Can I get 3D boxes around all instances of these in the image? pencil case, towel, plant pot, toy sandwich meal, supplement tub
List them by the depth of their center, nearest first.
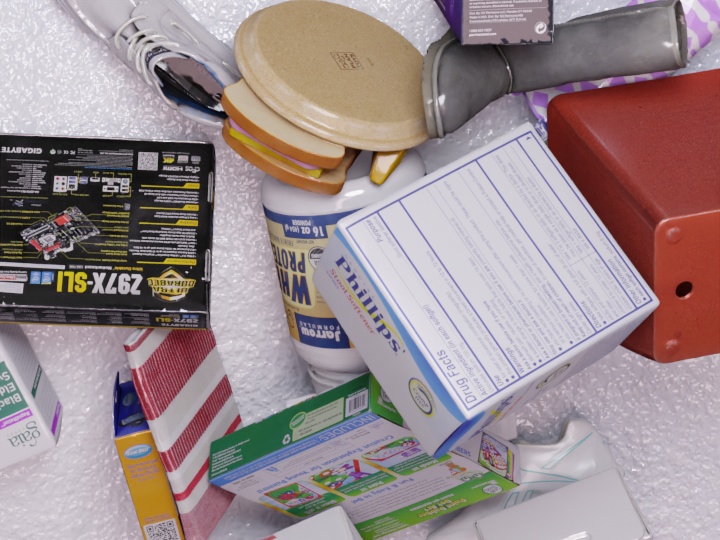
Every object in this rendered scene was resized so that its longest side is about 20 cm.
[{"bbox_3d":[-0.024,-0.143,1.505,0.204,0.206,0.070,17,129,-11],"label":"toy sandwich meal"},{"bbox_3d":[0.276,-0.033,1.512,0.199,0.176,0.201,-10,122,-8],"label":"plant pot"},{"bbox_3d":[0.225,-0.186,1.566,0.200,0.084,0.086,-40,87,8],"label":"pencil case"},{"bbox_3d":[0.000,0.000,1.575,0.144,0.145,0.201,-12,110,-1],"label":"supplement tub"},{"bbox_3d":[-0.151,0.123,1.610,0.023,0.144,0.201,-8,112,21],"label":"towel"}]

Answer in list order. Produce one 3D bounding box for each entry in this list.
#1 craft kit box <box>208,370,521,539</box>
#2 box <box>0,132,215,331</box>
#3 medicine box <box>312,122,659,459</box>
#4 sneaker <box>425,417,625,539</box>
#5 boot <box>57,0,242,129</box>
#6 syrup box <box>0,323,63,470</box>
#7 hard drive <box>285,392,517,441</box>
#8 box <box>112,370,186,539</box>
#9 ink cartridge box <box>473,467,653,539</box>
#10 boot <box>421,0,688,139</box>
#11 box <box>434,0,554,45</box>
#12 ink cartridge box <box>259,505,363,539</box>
[{"bbox_3d":[0.004,0.170,1.606,0.199,0.049,0.197,-25,138,35],"label":"craft kit box"},{"bbox_3d":[-0.223,-0.033,1.543,0.199,0.049,0.161,1,69,-5],"label":"box"},{"bbox_3d":[0.096,0.014,1.438,0.199,0.103,0.183,-28,75,-23],"label":"medicine box"},{"bbox_3d":[0.143,0.204,1.712,0.200,0.070,0.081,-29,94,3],"label":"sneaker"},{"bbox_3d":[-0.171,-0.192,1.515,0.200,0.096,0.074,33,104,-15],"label":"boot"},{"bbox_3d":[-0.340,0.073,1.604,0.078,0.081,0.201,-22,109,4],"label":"syrup box"},{"bbox_3d":[0.040,0.136,1.658,0.199,0.027,0.132,-14,144,-1],"label":"hard drive"},{"bbox_3d":[-0.182,0.188,1.640,0.041,0.119,0.201,-12,111,-1],"label":"box"},{"bbox_3d":[0.197,0.286,1.682,0.144,0.085,0.200,-21,140,-1],"label":"ink cartridge box"},{"bbox_3d":[0.158,-0.163,1.464,0.199,0.182,0.073,2,123,16],"label":"boot"},{"bbox_3d":[0.102,-0.270,1.457,0.078,0.200,0.142,-1,110,-5],"label":"box"},{"bbox_3d":[-0.041,0.322,1.679,0.144,0.084,0.200,-24,139,3],"label":"ink cartridge box"}]
